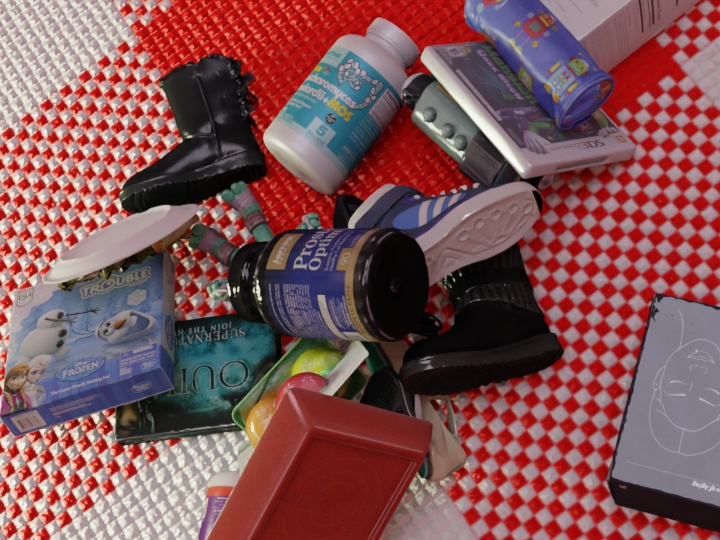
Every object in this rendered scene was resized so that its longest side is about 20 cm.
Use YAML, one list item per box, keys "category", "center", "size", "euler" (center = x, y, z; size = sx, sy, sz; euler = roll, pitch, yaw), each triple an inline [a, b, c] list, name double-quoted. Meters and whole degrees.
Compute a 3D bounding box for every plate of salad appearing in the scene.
- category: "plate of salad"
  center: [-0.272, -0.023, 1.616]
  size: [0.198, 0.200, 0.049]
  euler: [-23, 105, 6]

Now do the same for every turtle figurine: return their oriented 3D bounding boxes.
- category: "turtle figurine"
  center: [-0.111, -0.009, 1.605]
  size: [0.149, 0.101, 0.200]
  euler: [-38, 51, -11]

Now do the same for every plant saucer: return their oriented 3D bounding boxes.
- category: "plant saucer"
  center: [-0.034, 0.226, 1.395]
  size: [0.202, 0.198, 0.037]
  euler: [-61, 40, 13]

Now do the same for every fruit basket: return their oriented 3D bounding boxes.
- category: "fruit basket"
  center: [-0.058, 0.145, 1.460]
  size: [0.094, 0.200, 0.185]
  euler: [44, 89, -12]

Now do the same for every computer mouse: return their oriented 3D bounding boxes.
- category: "computer mouse"
  center: [0.000, 0.000, 1.559]
  size: [0.046, 0.140, 0.201]
  euler: [-42, 65, 26]

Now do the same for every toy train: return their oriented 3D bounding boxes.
- category: "toy train"
  center: [0.131, -0.159, 1.579]
  size: [0.200, 0.113, 0.086]
  euler: [46, 124, 25]

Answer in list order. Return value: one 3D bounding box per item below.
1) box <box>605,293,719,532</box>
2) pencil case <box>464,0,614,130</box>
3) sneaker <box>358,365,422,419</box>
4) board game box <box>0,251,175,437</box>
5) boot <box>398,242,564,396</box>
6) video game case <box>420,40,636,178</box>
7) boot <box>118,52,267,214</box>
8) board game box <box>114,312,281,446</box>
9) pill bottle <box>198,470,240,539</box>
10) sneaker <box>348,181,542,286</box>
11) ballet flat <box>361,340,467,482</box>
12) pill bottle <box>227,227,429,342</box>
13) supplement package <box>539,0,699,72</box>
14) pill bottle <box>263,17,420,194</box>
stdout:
- category: "box"
  center: [0.367, 0.152, 1.398]
  size: [0.197, 0.124, 0.199]
  euler: [13, 72, 19]
- category: "pencil case"
  center: [0.194, -0.242, 1.547]
  size: [0.077, 0.087, 0.201]
  euler: [-30, 62, -15]
- category: "sneaker"
  center: [-0.003, 0.199, 1.464]
  size: [0.080, 0.086, 0.203]
  euler: [22, 96, 36]
- category: "board game box"
  center: [-0.311, 0.078, 1.618]
  size: [0.197, 0.044, 0.201]
  euler: [-17, 42, 8]
- category: "boot"
  center: [0.107, 0.043, 1.499]
  size: [0.209, 0.079, 0.160]
  euler: [-7, 64, -36]
- category: "video game case"
  center: [0.188, -0.187, 1.564]
  size: [0.180, 0.024, 0.201]
  euler: [-12, 53, -40]
- category: "boot"
  center: [-0.212, -0.169, 1.708]
  size: [0.195, 0.074, 0.165]
  euler: [-17, 68, 0]
- category: "board game box"
  center: [-0.186, 0.123, 1.613]
  size: [0.197, 0.028, 0.137]
  euler: [-9, 67, 12]
- category: "pill bottle"
  center: [-0.122, 0.319, 1.474]
  size: [0.111, 0.113, 0.203]
  euler: [4, 71, 16]
- category: "sneaker"
  center: [0.080, -0.068, 1.511]
  size: [0.198, 0.081, 0.147]
  euler: [-30, 45, -3]
- category: "ballet flat"
  center: [0.059, 0.135, 1.529]
  size: [0.069, 0.070, 0.202]
  euler: [-26, 67, 4]
- category: "pill bottle"
  center: [-0.037, 0.014, 1.428]
  size: [0.198, 0.112, 0.113]
  euler: [1, 68, 39]
- category: "supplement package"
  center: [0.299, -0.330, 1.608]
  size: [0.199, 0.110, 0.114]
  euler: [-38, 65, -2]
- category: "pill bottle"
  center: [-0.016, -0.197, 1.644]
  size: [0.110, 0.111, 0.201]
  euler: [34, 81, 24]
